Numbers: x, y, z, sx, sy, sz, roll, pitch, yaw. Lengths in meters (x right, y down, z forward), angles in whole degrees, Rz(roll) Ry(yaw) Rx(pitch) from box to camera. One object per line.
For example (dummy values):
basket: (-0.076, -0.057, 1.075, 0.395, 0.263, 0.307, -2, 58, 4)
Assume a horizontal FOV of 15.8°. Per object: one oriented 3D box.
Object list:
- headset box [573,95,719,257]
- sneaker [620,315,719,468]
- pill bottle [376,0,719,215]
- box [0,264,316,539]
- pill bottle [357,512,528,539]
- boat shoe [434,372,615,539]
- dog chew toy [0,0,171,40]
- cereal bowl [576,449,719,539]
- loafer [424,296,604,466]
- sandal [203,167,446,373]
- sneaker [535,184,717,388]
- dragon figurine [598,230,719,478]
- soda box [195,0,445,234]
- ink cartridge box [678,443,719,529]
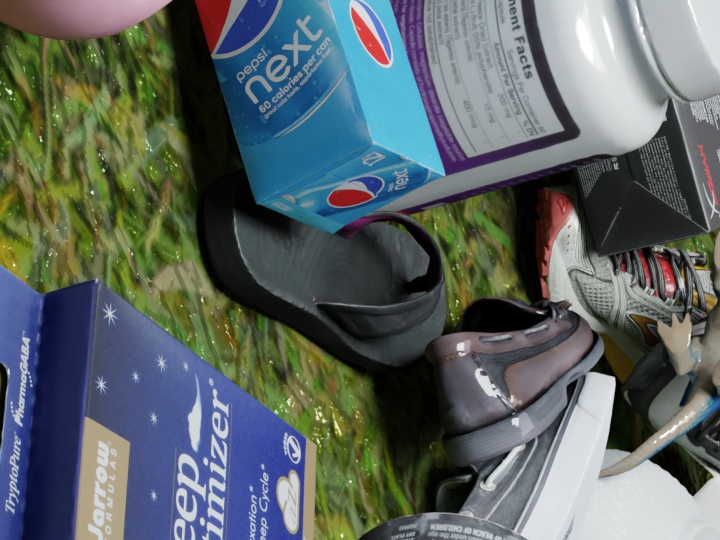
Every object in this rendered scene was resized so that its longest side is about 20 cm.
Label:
headset box: (0.190, -0.104, 1.424, 0.200, 0.077, 0.149, -22, 97, -52)
sneaker: (0.226, 0.087, 1.451, 0.200, 0.074, 0.079, 26, 22, -38)
pill bottle: (0.076, -0.099, 1.220, 0.111, 0.200, 0.112, 40, 43, -50)
box: (-0.080, 0.087, 1.008, 0.200, 0.032, 0.121, 40, 43, -48)
pill bottle: (0.024, 0.204, 1.062, 0.106, 0.106, 0.200, 57, 32, -31)
boat shoe: (0.070, 0.112, 1.243, 0.200, 0.068, 0.072, -60, 162, -46)
dog chew toy: (-0.133, -0.184, 0.958, 0.200, 0.124, 0.125, 53, 32, -21)
cereal bowl: (0.151, 0.186, 1.347, 0.200, 0.083, 0.200, 37, 46, -50)
loafer: (0.073, 0.036, 1.269, 0.063, 0.072, 0.200, 65, 16, -7)
sandal: (0.000, 0.001, 1.188, 0.200, 0.048, 0.075, 19, 59, -59)
sneaker: (0.159, 0.005, 1.458, 0.200, 0.082, 0.078, 38, 44, -49)
dragon figurine: (0.197, 0.046, 1.358, 0.200, 0.059, 0.099, -61, 150, -18)
soda box: (-0.031, -0.123, 1.141, 0.068, 0.064, 0.200, 20, 48, -58)
ink cartridge box: (0.238, 0.182, 1.480, 0.200, 0.068, 0.116, 49, 16, 24)
